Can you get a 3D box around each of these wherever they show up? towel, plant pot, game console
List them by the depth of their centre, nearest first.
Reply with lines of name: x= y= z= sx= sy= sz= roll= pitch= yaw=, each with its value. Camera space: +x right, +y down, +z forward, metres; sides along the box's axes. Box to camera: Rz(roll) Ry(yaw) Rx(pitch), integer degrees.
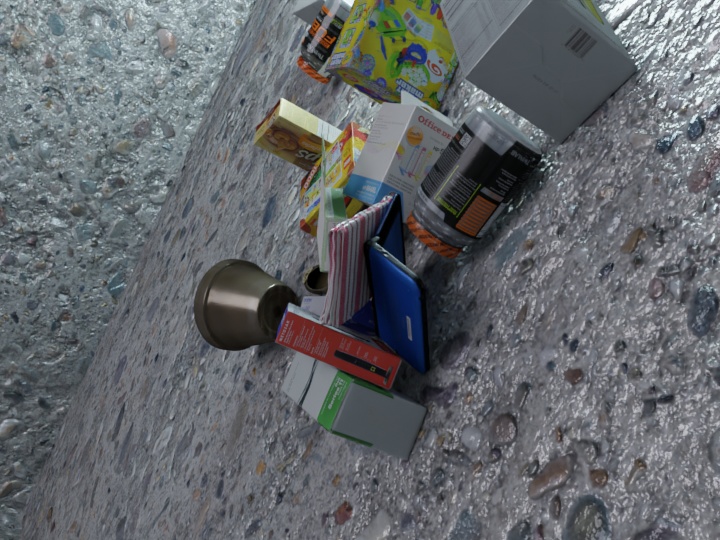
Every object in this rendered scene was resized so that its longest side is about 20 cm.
towel: x=-0.001 y=-0.018 z=1.037 sx=0.200 sy=0.029 sz=0.149 roll=-37 pitch=-43 yaw=-59
game console: x=0.075 y=0.020 z=1.065 sx=0.118 sy=0.202 sz=0.170 roll=-33 pitch=50 yaw=-22
plant pot: x=-0.228 y=0.079 z=1.528 sx=0.172 sy=0.199 sz=0.203 roll=4 pitch=72 yaw=43

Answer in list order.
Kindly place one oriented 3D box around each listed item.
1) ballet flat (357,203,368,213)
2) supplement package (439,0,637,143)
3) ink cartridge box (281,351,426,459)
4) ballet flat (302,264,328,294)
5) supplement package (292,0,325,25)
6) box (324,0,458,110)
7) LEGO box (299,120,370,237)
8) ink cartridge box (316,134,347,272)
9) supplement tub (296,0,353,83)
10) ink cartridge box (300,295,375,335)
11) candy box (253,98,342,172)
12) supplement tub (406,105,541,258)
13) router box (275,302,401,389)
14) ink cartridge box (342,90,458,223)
ballet flat: x=0.028 y=-0.108 z=1.341 sx=0.063 sy=0.068 sz=0.203 roll=111 pitch=177 yaw=-75
supplement package: x=0.237 y=-0.325 z=0.978 sx=0.147 sy=0.189 sz=0.202 roll=-45 pitch=36 yaw=33
ink cartridge box: x=-0.016 y=0.196 z=1.086 sx=0.199 sy=0.145 sz=0.084 roll=19 pitch=84 yaw=61
ballet flat: x=-0.073 y=0.019 z=1.419 sx=0.199 sy=0.046 sz=0.068 roll=19 pitch=86 yaw=62
supplement package: x=-0.079 y=-0.727 z=1.904 sx=0.199 sy=0.116 sz=0.119 roll=15 pitch=82 yaw=61
box: x=0.072 y=-0.414 z=1.322 sx=0.122 sy=0.198 sz=0.195 roll=23 pitch=89 yaw=62
LEGO box: x=-0.043 y=-0.183 z=1.484 sx=0.200 sy=0.076 sz=0.151 roll=-44 pitch=35 yaw=37
ink cartridge box: x=-0.048 y=-0.118 z=1.235 sx=0.146 sy=0.047 sz=0.203 roll=-101 pitch=16 yaw=-64
supplement tub: x=-0.069 y=-0.578 z=1.773 sx=0.201 sy=0.121 sz=0.123 roll=-55 pitch=30 yaw=22
ink cartridge box: x=-0.024 y=0.078 z=1.241 sx=0.199 sy=0.093 sz=0.045 roll=-5 pitch=64 yaw=59
candy box: x=-0.120 y=-0.282 z=1.560 sx=0.115 sy=0.198 sz=0.056 roll=-33 pitch=44 yaw=46
supplement tub: x=0.160 y=-0.125 z=1.039 sx=0.201 sy=0.121 sz=0.123 roll=-54 pitch=31 yaw=21
router box: x=-0.039 y=0.111 z=1.089 sx=0.200 sy=0.177 sz=0.050 roll=-172 pitch=105 yaw=-84
ink cartridge box: x=0.083 y=-0.190 z=1.214 sx=0.203 sy=0.127 sz=0.125 roll=-66 pitch=28 yaw=3
